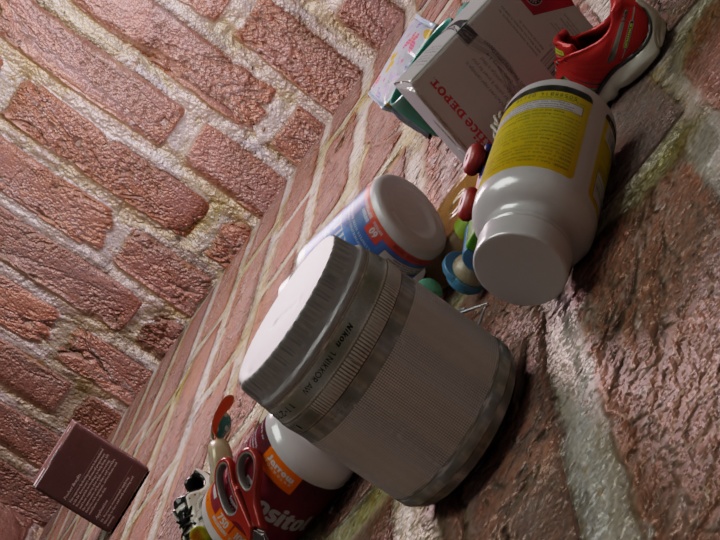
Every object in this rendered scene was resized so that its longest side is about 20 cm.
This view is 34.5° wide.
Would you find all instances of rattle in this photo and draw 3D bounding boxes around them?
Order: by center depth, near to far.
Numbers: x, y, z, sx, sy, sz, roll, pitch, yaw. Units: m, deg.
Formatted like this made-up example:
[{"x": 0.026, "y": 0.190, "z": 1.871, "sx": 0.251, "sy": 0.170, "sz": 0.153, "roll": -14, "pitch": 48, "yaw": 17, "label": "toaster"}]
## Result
[{"x": -0.203, "y": 0.265, "z": 1.397, "sx": 0.140, "sy": 0.204, "sz": 0.130, "roll": -13, "pitch": -6, "yaw": 2, "label": "rattle"}]

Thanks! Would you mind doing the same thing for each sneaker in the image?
[{"x": 0.224, "y": -0.206, "z": 1.190, "sx": 0.200, "sy": 0.084, "sz": 0.077, "roll": -48, "pitch": 13, "yaw": 37, "label": "sneaker"}, {"x": -0.220, "y": 0.347, "z": 1.555, "sx": 0.076, "sy": 0.087, "sz": 0.201, "roll": -49, "pitch": 15, "yaw": 21, "label": "sneaker"}]

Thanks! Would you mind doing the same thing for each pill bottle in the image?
[{"x": 0.159, "y": -0.068, "z": 1.022, "sx": 0.111, "sy": 0.111, "sz": 0.201, "roll": -45, "pitch": 16, "yaw": 45, "label": "pill bottle"}, {"x": -0.076, "y": 0.213, "z": 1.241, "sx": 0.201, "sy": 0.112, "sz": 0.113, "roll": -52, "pitch": 12, "yaw": 23, "label": "pill bottle"}, {"x": -0.004, "y": -0.009, "z": 1.332, "sx": 0.200, "sy": 0.112, "sz": 0.113, "roll": -42, "pitch": 17, "yaw": 31, "label": "pill bottle"}]

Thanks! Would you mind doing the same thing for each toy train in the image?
[{"x": 0.135, "y": -0.077, "z": 1.218, "sx": 0.202, "sy": 0.083, "sz": 0.116, "roll": -78, "pitch": 10, "yaw": -46, "label": "toy train"}]

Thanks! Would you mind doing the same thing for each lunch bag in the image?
[{"x": 0.104, "y": -0.338, "z": 1.980, "sx": 0.171, "sy": 0.126, "sz": 0.200, "roll": -57, "pitch": 21, "yaw": 10, "label": "lunch bag"}]

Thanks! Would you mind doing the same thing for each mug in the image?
[{"x": 0.140, "y": -0.285, "z": 1.695, "sx": 0.186, "sy": 0.114, "sz": 0.153, "roll": -50, "pitch": 12, "yaw": 26, "label": "mug"}]

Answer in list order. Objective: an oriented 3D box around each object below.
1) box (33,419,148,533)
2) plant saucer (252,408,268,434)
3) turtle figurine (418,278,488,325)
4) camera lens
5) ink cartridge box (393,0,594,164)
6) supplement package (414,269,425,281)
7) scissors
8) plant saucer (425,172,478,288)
[{"x": -0.602, "y": 0.457, "z": 2.590, "sx": 0.167, "sy": 0.199, "sz": 0.164, "roll": -58, "pitch": 11, "yaw": -13, "label": "box"}, {"x": -0.101, "y": 0.187, "z": 1.471, "sx": 0.200, "sy": 0.029, "sz": 0.202, "roll": 90, "pitch": -154, "yaw": -75, "label": "plant saucer"}, {"x": 0.051, "y": 0.075, "z": 1.148, "sx": 0.201, "sy": 0.100, "sz": 0.150, "roll": -57, "pitch": 10, "yaw": 28, "label": "turtle figurine"}, {"x": 0.018, "y": 0.086, "z": 0.967, "sx": 0.161, "sy": 0.199, "sz": 0.160, "roll": -52, "pitch": 11, "yaw": 15, "label": "camera lens"}, {"x": 0.155, "y": -0.225, "z": 1.289, "sx": 0.200, "sy": 0.145, "sz": 0.083, "roll": -46, "pitch": 16, "yaw": -3, "label": "ink cartridge box"}, {"x": 0.000, "y": 0.000, "z": 1.503, "sx": 0.200, "sy": 0.113, "sz": 0.110, "roll": -44, "pitch": 15, "yaw": 51, "label": "supplement package"}, {"x": -0.104, "y": 0.272, "z": 1.167, "sx": 0.073, "sy": 0.014, "sz": 0.202, "roll": -39, "pitch": 56, "yaw": 29, "label": "scissors"}, {"x": 0.127, "y": -0.071, "z": 1.361, "sx": 0.201, "sy": 0.035, "sz": 0.201, "roll": -53, "pitch": 12, "yaw": 16, "label": "plant saucer"}]
